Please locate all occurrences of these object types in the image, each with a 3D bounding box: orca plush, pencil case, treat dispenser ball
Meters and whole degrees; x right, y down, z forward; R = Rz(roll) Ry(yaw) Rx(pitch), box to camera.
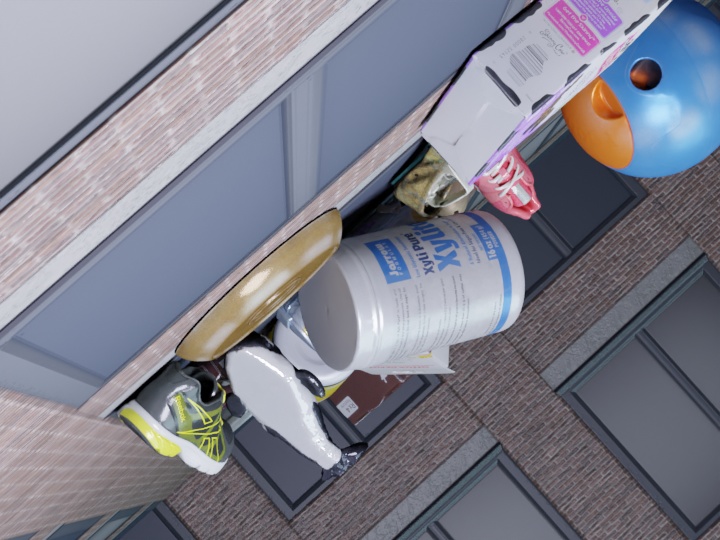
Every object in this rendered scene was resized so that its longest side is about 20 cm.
[{"bbox_3d":[-0.065,0.120,1.608,0.105,0.200,0.071,-34,-151,33],"label":"orca plush"},{"bbox_3d":[0.000,0.000,1.711,0.200,0.083,0.091,-42,164,-1],"label":"pencil case"},{"bbox_3d":[0.314,-0.202,1.732,0.201,0.201,0.201,-42,176,-3],"label":"treat dispenser ball"}]

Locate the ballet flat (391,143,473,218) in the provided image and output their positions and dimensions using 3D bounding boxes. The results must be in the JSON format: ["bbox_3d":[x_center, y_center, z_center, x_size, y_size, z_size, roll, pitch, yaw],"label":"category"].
[{"bbox_3d":[0.091,-0.108,1.557,0.071,0.071,0.200,-40,175,-30],"label":"ballet flat"}]

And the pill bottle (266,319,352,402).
[{"bbox_3d":[-0.066,0.106,2.001,0.112,0.112,0.200,-41,176,-18],"label":"pill bottle"}]

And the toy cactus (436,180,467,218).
[{"bbox_3d":[0.100,-0.052,1.929,0.102,0.200,0.166,1,-114,47],"label":"toy cactus"}]

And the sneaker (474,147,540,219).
[{"bbox_3d":[0.148,-0.111,1.676,0.074,0.087,0.200,-44,155,4],"label":"sneaker"}]

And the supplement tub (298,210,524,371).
[{"bbox_3d":[0.053,0.019,1.611,0.199,0.132,0.132,-13,162,-28],"label":"supplement tub"}]

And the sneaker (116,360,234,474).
[{"bbox_3d":[-0.156,0.141,1.544,0.085,0.074,0.200,-49,161,2],"label":"sneaker"}]

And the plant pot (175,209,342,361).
[{"bbox_3d":[-0.087,0.020,1.471,0.200,0.028,0.200,-41,176,-4],"label":"plant pot"}]

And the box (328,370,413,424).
[{"bbox_3d":[0.031,0.070,2.198,0.200,0.164,0.166,-39,176,-37],"label":"box"}]

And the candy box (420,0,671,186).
[{"bbox_3d":[0.163,-0.183,1.386,0.200,0.072,0.168,-40,176,-20],"label":"candy box"}]

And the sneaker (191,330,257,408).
[{"bbox_3d":[-0.151,0.121,1.698,0.115,0.076,0.200,-36,165,-11],"label":"sneaker"}]

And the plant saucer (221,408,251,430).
[{"bbox_3d":[-0.156,0.172,2.297,0.200,0.050,0.200,-43,177,-3],"label":"plant saucer"}]

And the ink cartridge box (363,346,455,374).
[{"bbox_3d":[0.032,0.069,1.840,0.116,0.068,0.200,-1,163,20],"label":"ink cartridge box"}]
